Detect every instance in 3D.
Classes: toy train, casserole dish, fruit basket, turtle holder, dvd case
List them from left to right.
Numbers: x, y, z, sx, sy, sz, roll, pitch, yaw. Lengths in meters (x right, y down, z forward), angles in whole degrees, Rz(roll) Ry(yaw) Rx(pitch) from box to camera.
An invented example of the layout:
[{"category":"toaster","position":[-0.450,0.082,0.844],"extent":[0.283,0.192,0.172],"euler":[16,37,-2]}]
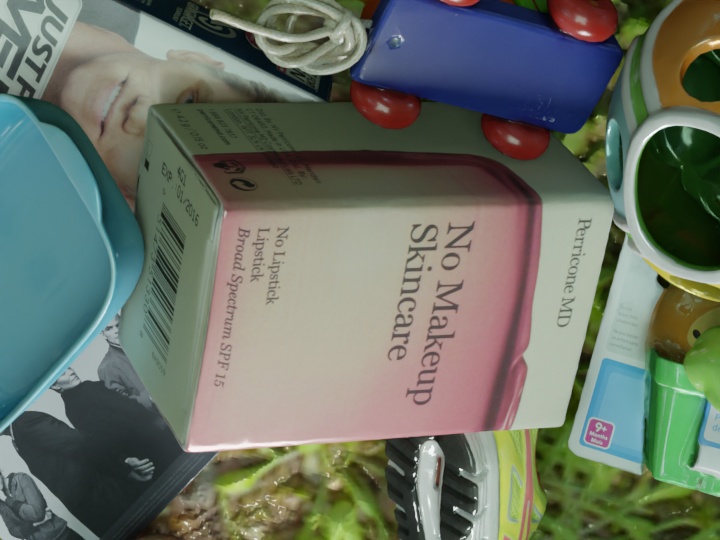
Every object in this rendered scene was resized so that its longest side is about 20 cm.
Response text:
[{"category":"casserole dish","position":[-0.166,-0.002,1.118],"extent":[0.200,0.039,0.122],"euler":[-43,73,41]},{"category":"dvd case","position":[-0.172,0.055,1.214],"extent":[0.200,0.025,0.150],"euler":[42,105,-11]},{"category":"toy train","position":[0.012,-0.129,1.068],"extent":[0.199,0.116,0.085],"euler":[12,125,-27]},{"category":"turtle holder","position":[0.166,-0.042,1.060],"extent":[0.141,0.132,0.186],"euler":[36,128,11]},{"category":"fruit basket","position":[0.214,0.020,1.156],"extent":[0.184,0.094,0.202],"euler":[16,102,1]}]

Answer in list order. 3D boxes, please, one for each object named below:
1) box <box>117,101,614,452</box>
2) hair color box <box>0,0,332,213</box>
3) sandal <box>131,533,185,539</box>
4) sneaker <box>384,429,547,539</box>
[{"category":"box","position":[0.000,0.000,1.102],"extent":[0.198,0.109,0.129],"euler":[-2,118,-24]},{"category":"hair color box","position":[-0.122,-0.090,1.145],"extent":[0.199,0.061,0.101],"euler":[25,108,-7]},{"category":"sandal","position":[-0.097,0.216,1.255],"extent":[0.080,0.054,0.201],"euler":[-7,123,10]},{"category":"sneaker","position":[0.061,0.136,1.210],"extent":[0.078,0.090,0.201],"euler":[30,133,28]}]
